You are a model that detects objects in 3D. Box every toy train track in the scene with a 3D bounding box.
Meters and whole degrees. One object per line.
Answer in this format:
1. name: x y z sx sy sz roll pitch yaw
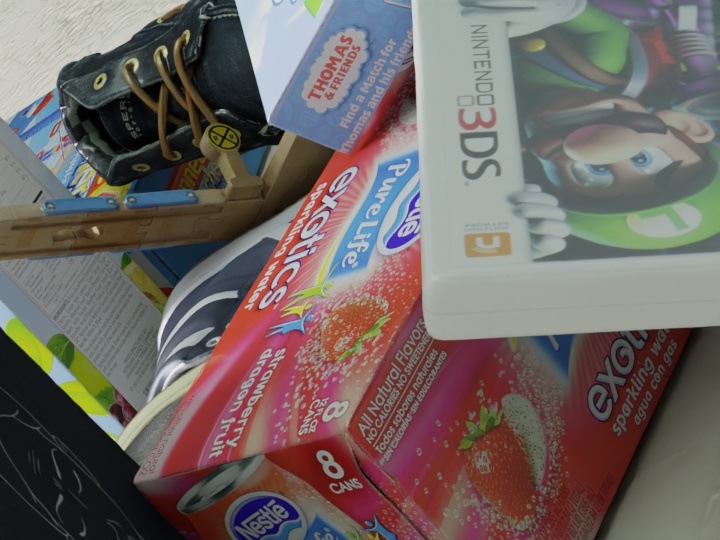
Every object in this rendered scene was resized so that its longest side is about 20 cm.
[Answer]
1. toy train track: -0.072 -0.028 0.966 0.033 0.199 0.115 61 140 31

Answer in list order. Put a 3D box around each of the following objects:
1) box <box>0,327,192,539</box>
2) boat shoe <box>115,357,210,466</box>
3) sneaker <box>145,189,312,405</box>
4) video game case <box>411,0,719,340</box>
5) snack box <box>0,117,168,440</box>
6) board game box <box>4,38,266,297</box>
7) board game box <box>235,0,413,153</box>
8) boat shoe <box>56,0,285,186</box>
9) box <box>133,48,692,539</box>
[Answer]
1. box: -0.107 0.108 0.730 0.107 0.200 0.149 -38 22 8
2. boat shoe: -0.071 0.104 0.857 0.201 0.072 0.066 -42 27 16
3. sneaker: 0.000 0.000 0.915 0.200 0.070 0.109 -41 16 23
4. video game case: 0.115 -0.044 0.718 0.199 0.023 0.182 -3 34 2
5. snack box: -0.182 0.006 1.037 0.168 0.200 0.068 -19 32 43
6. board game box: -0.136 -0.021 1.200 0.196 0.056 0.200 -29 26 30
7. board game box: 0.002 -0.155 0.873 0.152 0.037 0.200 -59 26 25
8. boat shoe: -0.061 -0.070 1.022 0.091 0.071 0.200 -27 6 -14
9. box: 0.032 0.016 0.803 0.100 0.096 0.200 -17 33 46
